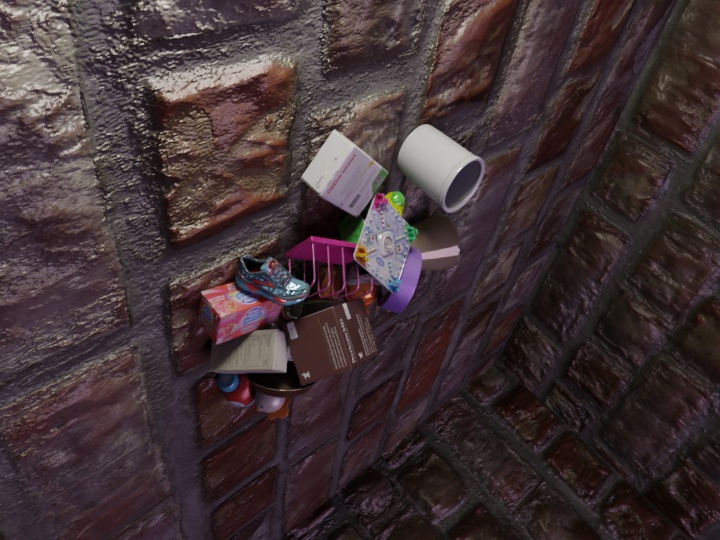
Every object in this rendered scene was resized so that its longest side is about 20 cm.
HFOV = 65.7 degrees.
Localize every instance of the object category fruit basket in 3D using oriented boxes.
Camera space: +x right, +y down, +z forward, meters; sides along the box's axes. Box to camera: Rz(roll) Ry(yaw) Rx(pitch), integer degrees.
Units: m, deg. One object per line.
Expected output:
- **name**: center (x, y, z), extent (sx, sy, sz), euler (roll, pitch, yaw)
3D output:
- **fruit basket**: center (0.056, -0.124, 1.596), extent (0.210, 0.159, 0.217), euler (-16, 158, -7)

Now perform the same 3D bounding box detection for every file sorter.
- **file sorter**: center (-0.079, 0.004, 1.476), extent (0.196, 0.129, 0.138), euler (7, 161, -36)

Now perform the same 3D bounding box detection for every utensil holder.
- **utensil holder**: center (0.222, -0.291, 1.573), extent (0.169, 0.200, 0.172), euler (-34, 149, -24)

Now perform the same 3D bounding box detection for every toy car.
- **toy car**: center (-0.295, 0.369, 1.654), extent (0.176, 0.200, 0.186), euler (-40, 151, -13)

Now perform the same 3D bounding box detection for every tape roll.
- **tape roll**: center (0.115, 0.022, 1.689), extent (0.064, 0.202, 0.203), euler (18, 119, -12)

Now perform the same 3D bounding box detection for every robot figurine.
- **robot figurine**: center (0.000, 0.057, 1.739), extent (0.146, 0.115, 0.200), euler (-59, 179, -14)

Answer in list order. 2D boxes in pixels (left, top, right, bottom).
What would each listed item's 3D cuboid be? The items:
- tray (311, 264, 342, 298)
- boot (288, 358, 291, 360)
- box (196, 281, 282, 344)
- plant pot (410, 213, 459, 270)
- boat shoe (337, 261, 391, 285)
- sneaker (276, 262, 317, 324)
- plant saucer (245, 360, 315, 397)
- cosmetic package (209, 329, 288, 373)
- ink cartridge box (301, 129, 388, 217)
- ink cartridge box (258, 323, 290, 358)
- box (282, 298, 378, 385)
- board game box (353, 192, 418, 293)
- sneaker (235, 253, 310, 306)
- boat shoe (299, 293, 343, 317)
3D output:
- **tray**: center (-0.113, 0.073, 1.722), extent (0.097, 0.037, 0.203), euler (-15, 138, -46)
- **boot**: center (-0.182, 0.267, 1.789), extent (0.197, 0.072, 0.093), euler (-13, 95, -37)
- **box**: center (-0.301, 0.092, 1.411), extent (0.197, 0.100, 0.097), euler (-18, 141, -42)
- **plant pot**: center (0.197, -0.078, 1.851), extent (0.196, 0.188, 0.190), euler (-13, 138, -29)
- **boat shoe**: center (0.000, 0.000, 1.591), extent (0.066, 0.197, 0.073), euler (47, 65, -36)
- **sneaker**: center (-0.184, 0.063, 1.544), extent (0.090, 0.070, 0.202), euler (-34, -155, 44)
- **plant saucer**: center (-0.213, 0.296, 1.512), extent (0.198, 0.197, 0.035), euler (-9, 111, -49)
- **cosmetic package**: center (-0.291, 0.214, 1.457), extent (0.073, 0.195, 0.106), euler (36, 54, -62)
- **ink cartridge box**: center (-0.036, -0.238, 1.395), extent (0.146, 0.084, 0.199), euler (-53, 152, 9)
- **ink cartridge box**: center (-0.251, 0.183, 1.607), extent (0.198, 0.084, 0.147), euler (3, 127, -56)
- **box**: center (-0.074, 0.187, 1.494), extent (0.161, 0.170, 0.199), euler (-20, 176, 23)
- **board game box**: center (0.075, -0.073, 1.505), extent (0.199, 0.025, 0.204), euler (40, 62, -41)
- **sneaker**: center (-0.215, 0.018, 1.352), extent (0.080, 0.195, 0.097), euler (-68, 172, -49)
- **boat shoe**: center (-0.129, 0.099, 1.644), extent (0.196, 0.068, 0.073), euler (11, 116, -35)
